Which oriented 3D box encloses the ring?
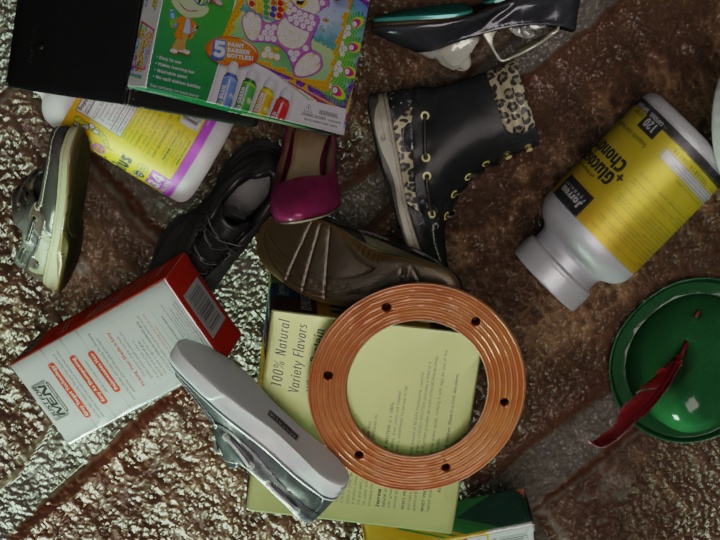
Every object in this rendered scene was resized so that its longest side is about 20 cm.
[{"bbox_3d":[0.051,0.105,1.582,0.198,0.019,0.203,-1,108,-2],"label":"ring"}]

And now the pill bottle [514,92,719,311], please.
[{"bbox_3d":[0.243,-0.061,1.646,0.112,0.112,0.200,42,98,-12],"label":"pill bottle"}]

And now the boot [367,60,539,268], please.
[{"bbox_3d":[0.101,-0.087,1.649,0.152,0.074,0.206,-17,101,3],"label":"boot"}]

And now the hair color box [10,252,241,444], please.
[{"bbox_3d":[-0.222,0.075,1.650,0.199,0.061,0.102,-27,106,25],"label":"hair color box"}]

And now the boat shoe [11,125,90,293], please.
[{"bbox_3d":[-0.290,-0.057,1.606,0.065,0.072,0.202,17,140,1],"label":"boat shoe"}]

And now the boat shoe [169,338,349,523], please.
[{"bbox_3d":[-0.103,0.147,1.569,0.200,0.072,0.068,41,108,-2],"label":"boat shoe"}]

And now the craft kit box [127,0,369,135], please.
[{"bbox_3d":[-0.087,-0.233,1.505,0.198,0.048,0.200,10,89,-31],"label":"craft kit box"}]

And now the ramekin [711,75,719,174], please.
[{"bbox_3d":[0.410,-0.133,1.601,0.199,0.097,0.203,1,88,-41],"label":"ramekin"}]

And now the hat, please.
[{"bbox_3d":[0.327,0.119,1.661,0.200,0.176,0.166,-44,102,8],"label":"hat"}]

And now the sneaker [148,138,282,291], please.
[{"bbox_3d":[-0.139,-0.034,1.645,0.076,0.091,0.201,32,102,-11],"label":"sneaker"}]

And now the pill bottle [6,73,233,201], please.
[{"bbox_3d":[-0.220,-0.155,1.602,0.199,0.104,0.105,31,101,-9],"label":"pill bottle"}]

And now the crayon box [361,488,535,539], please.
[{"bbox_3d":[0.076,0.292,1.735,0.197,0.051,0.128,-10,130,-1],"label":"crayon box"}]

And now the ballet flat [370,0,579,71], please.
[{"bbox_3d":[0.111,-0.223,1.621,0.198,0.073,0.074,-14,105,-2],"label":"ballet flat"}]

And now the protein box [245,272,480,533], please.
[{"bbox_3d":[-0.001,0.124,1.668,0.197,0.135,0.201,7,104,-5],"label":"protein box"}]

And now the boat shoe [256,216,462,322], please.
[{"bbox_3d":[0.000,0.000,1.616,0.198,0.065,0.074,21,98,12],"label":"boat shoe"}]

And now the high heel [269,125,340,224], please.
[{"bbox_3d":[-0.053,-0.110,1.575,0.067,0.200,0.097,-8,110,5],"label":"high heel"}]

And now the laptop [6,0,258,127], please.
[{"bbox_3d":[-0.188,-0.237,1.536,0.198,0.116,0.190,7,94,-30],"label":"laptop"}]
